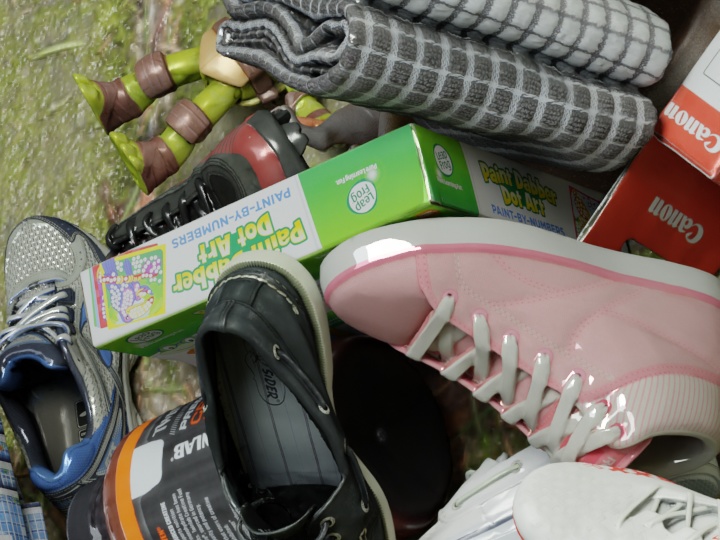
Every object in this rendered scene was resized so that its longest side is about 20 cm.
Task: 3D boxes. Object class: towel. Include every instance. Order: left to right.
[{"bbox_3d":[0.033,-0.104,1.295,0.200,0.164,0.086,-161,85,-68],"label":"towel"}]

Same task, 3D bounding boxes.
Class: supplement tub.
[{"bbox_3d":[-0.058,0.111,1.396,0.199,0.107,0.108,-25,59,33],"label":"supplement tub"}]

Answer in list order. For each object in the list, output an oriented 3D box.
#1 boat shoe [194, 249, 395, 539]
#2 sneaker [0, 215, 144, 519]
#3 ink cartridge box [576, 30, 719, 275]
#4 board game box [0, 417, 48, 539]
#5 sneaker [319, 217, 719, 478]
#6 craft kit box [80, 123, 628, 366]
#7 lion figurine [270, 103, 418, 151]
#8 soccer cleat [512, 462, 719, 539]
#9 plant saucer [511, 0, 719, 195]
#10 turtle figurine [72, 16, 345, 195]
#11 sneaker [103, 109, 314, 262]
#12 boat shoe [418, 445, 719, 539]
[{"bbox_3d":[-0.034,0.094,1.252,0.074,0.066,0.201,0,114,21],"label":"boat shoe"},{"bbox_3d":[-0.166,0.047,1.517,0.077,0.085,0.201,-29,58,17],"label":"sneaker"},{"bbox_3d":[0.195,-0.063,1.274,0.050,0.109,0.201,41,99,41],"label":"ink cartridge box"},{"bbox_3d":[-0.220,0.170,1.490,0.200,0.061,0.201,-46,54,51],"label":"board game box"},{"bbox_3d":[0.079,0.043,1.235,0.075,0.199,0.105,124,151,-55],"label":"sneaker"},{"bbox_3d":[0.000,0.000,1.338,0.199,0.197,0.049,-23,73,28],"label":"craft kit box"},{"bbox_3d":[0.000,-0.122,1.442,0.072,0.122,0.202,-12,89,38],"label":"lion figurine"},{"bbox_3d":[0.163,0.127,1.181,0.085,0.199,0.069,117,178,-60],"label":"soccer cleat"},{"bbox_3d":[0.124,-0.138,1.405,0.199,0.037,0.202,-15,64,33],"label":"plant saucer"},{"bbox_3d":[-0.076,-0.123,1.525,0.161,0.064,0.201,-32,71,-4],"label":"turtle figurine"},{"bbox_3d":[-0.080,-0.015,1.415,0.071,0.097,0.200,60,153,10],"label":"sneaker"},{"bbox_3d":[0.079,0.121,1.324,0.199,0.074,0.067,-27,55,11],"label":"boat shoe"}]
